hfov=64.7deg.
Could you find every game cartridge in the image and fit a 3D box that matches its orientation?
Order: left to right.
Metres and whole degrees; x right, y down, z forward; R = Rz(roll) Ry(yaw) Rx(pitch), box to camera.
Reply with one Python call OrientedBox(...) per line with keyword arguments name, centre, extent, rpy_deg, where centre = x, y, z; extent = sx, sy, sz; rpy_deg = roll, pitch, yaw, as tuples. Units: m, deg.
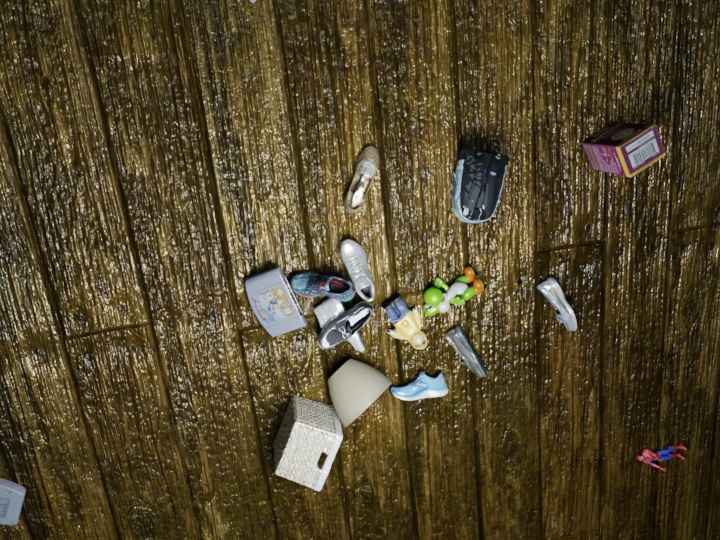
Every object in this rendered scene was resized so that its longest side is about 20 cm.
OrientedBox(name="game cartridge", centre=(-1.108, 0.676, 1.686), extent=(0.197, 0.041, 0.135), rpy_deg=(18, 104, -16))
OrientedBox(name="game cartridge", centre=(-0.255, 0.097, 1.683), extent=(0.131, 0.042, 0.203), rpy_deg=(-21, 110, 10))

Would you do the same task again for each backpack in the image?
OrientedBox(name="backpack", centre=(0.344, -0.241, 1.690), extent=(0.160, 0.154, 0.204), rpy_deg=(5, 83, -15))

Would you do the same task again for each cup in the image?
OrientedBox(name="cup", centre=(-0.020, 0.361, 1.761), extent=(0.200, 0.200, 0.144), rpy_deg=(-43, 82, 2))

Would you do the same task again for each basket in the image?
OrientedBox(name="basket", centre=(-0.165, 0.527, 1.757), extent=(0.158, 0.200, 0.201), rpy_deg=(20, 100, -14))

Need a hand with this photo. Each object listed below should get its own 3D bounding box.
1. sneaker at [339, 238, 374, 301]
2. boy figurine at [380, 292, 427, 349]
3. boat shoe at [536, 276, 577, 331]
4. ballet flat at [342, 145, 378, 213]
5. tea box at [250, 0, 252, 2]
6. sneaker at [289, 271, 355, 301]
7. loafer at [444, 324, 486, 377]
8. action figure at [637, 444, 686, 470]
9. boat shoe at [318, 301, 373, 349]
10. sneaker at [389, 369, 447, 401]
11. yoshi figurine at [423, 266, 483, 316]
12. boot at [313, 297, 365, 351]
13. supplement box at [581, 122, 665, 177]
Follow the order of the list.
OrientedBox(name="sneaker", centre=(0.000, 0.000, 1.696), extent=(0.074, 0.100, 0.203), rpy_deg=(-24, 108, -2))
OrientedBox(name="boy figurine", centre=(0.141, 0.172, 1.794), extent=(0.123, 0.064, 0.202), rpy_deg=(-35, 106, -3))
OrientedBox(name="boat shoe", centre=(0.654, 0.118, 1.885), extent=(0.064, 0.075, 0.204), rpy_deg=(-30, 105, 4))
OrientedBox(name="ballet flat", centre=(0.008, -0.258, 1.643), extent=(0.069, 0.065, 0.203), rpy_deg=(16, 101, -15))
OrientedBox(name="tea box", centre=(-0.260, -0.815, 1.394), extent=(0.200, 0.134, 0.197), rpy_deg=(-42, 110, 2))
OrientedBox(name="sneaker", centre=(-0.110, 0.036, 1.669), extent=(0.196, 0.096, 0.081), rpy_deg=(6, 75, -4))
OrientedBox(name="loafer", centre=(0.346, 0.272, 1.871), extent=(0.062, 0.072, 0.202), rpy_deg=(-27, 103, 18))
OrientedBox(name="action figure", centre=(1.147, 0.710, 2.142), extent=(0.196, 0.099, 0.067), rpy_deg=(-3, 105, -8))
OrientedBox(name="boat shoe", centre=(-0.044, 0.165, 1.685), extent=(0.199, 0.063, 0.073), rpy_deg=(-38, 100, -2))
OrientedBox(name="sneaker", centre=(0.186, 0.373, 1.867), extent=(0.196, 0.078, 0.092), rpy_deg=(-6, 88, -14))
OrientedBox(name="yoshi figurine", centre=(0.278, 0.067, 1.777), extent=(0.198, 0.112, 0.113), rpy_deg=(-32, 94, 1))
OrientedBox(name="boot", centre=(-0.067, 0.179, 1.755), extent=(0.094, 0.074, 0.202), rpy_deg=(-28, 101, 4))
OrientedBox(name="supplement box", centre=(0.785, -0.366, 1.705), extent=(0.130, 0.200, 0.104), rpy_deg=(-32, 109, -1))
